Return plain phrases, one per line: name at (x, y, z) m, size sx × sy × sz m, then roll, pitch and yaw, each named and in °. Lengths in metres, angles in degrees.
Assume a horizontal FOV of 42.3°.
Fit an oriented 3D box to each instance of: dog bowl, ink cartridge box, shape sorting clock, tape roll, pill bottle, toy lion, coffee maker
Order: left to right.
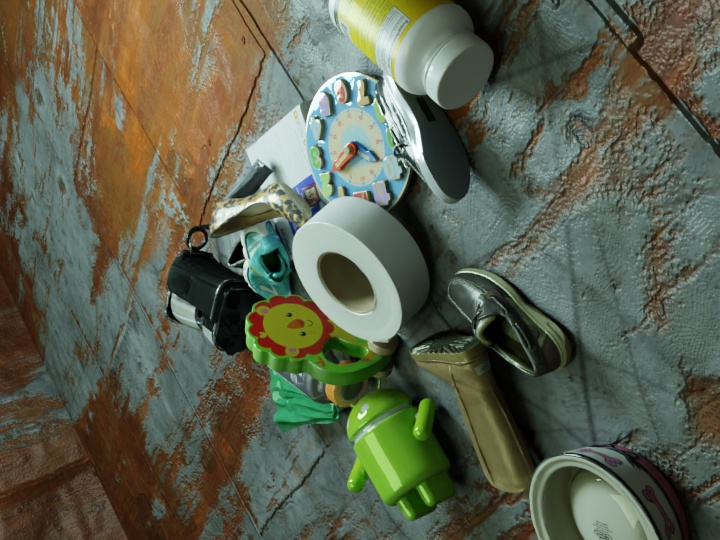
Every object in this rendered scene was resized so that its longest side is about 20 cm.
coffee maker at (-0.271, 0.035, 1.722) m, size 0.199 × 0.133 × 0.195 m, roll 19°, pitch 122°, yaw 49°
ink cartridge box at (-0.089, -0.135, 1.448) m, size 0.199 × 0.047 × 0.200 m, roll -24°, pitch 88°, yaw 59°
toy lion at (-0.070, 0.103, 1.407) m, size 0.200 × 0.190 × 0.069 m, roll 43°, pitch 139°, yaw 33°
pill bottle at (-0.074, 0.148, 1.518) m, size 0.199 × 0.105 × 0.108 m, roll 28°, pitch 129°, yaw 45°
shape sorting clock at (-0.007, -0.170, 1.284) m, size 0.198 × 0.039 × 0.203 m, roll 18°, pitch 119°, yaw 37°
tape roll at (0.000, 0.000, 1.309) m, size 0.201 × 0.071 × 0.204 m, roll 29°, pitch 141°, yaw 26°
pill bottle at (0.060, -0.279, 1.085) m, size 0.200 × 0.111 × 0.113 m, roll 48°, pitch 141°, yaw 29°
dog bowl at (0.293, 0.294, 1.085) m, size 0.199 × 0.073 × 0.203 m, roll 31°, pitch 131°, yaw 43°

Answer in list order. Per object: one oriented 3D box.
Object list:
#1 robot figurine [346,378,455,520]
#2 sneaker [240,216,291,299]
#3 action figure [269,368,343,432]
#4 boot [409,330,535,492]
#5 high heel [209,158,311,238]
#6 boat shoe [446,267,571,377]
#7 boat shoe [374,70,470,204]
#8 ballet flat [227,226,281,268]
robot figurine at (0.056, 0.264, 1.378) m, size 0.175 × 0.115 × 0.201 m, roll -44°, pitch 67°, yaw 31°
sneaker at (-0.151, -0.004, 1.536) m, size 0.080 × 0.077 × 0.201 m, roll 51°, pitch 164°, yaw 31°
action figure at (-0.082, 0.225, 1.619) m, size 0.198 × 0.054 × 0.120 m, roll -6°, pitch 101°, yaw 50°
boot at (0.147, 0.188, 1.250) m, size 0.203 × 0.065 × 0.175 m, roll 67°, pitch 163°, yaw -9°
high heel at (-0.152, -0.072, 1.408) m, size 0.143 × 0.071 × 0.200 m, roll -51°, pitch 42°, yaw 3°
boat shoe at (0.169, 0.062, 1.149) m, size 0.200 × 0.065 × 0.073 m, roll 38°, pitch 136°, yaw 39°
boat shoe at (0.070, -0.164, 1.165) m, size 0.068 × 0.073 × 0.201 m, roll -43°, pitch 70°, yaw 50°
ballet flat at (-0.178, -0.056, 1.605) m, size 0.067 × 0.056 × 0.200 m, roll 57°, pitch 145°, yaw 16°
